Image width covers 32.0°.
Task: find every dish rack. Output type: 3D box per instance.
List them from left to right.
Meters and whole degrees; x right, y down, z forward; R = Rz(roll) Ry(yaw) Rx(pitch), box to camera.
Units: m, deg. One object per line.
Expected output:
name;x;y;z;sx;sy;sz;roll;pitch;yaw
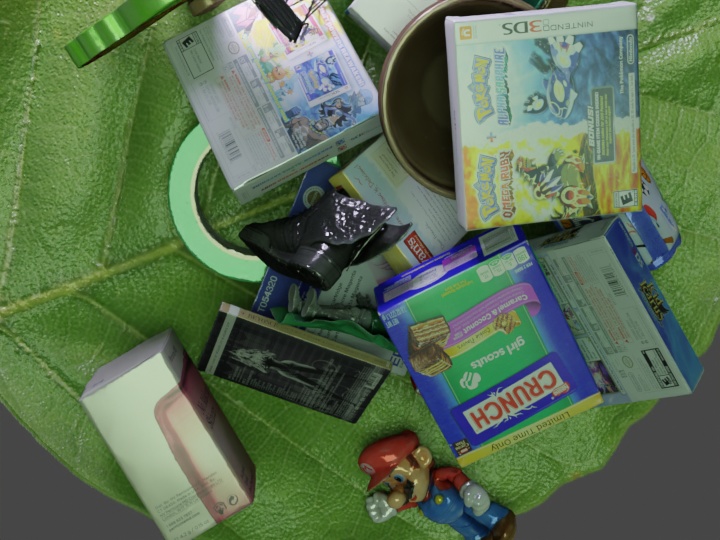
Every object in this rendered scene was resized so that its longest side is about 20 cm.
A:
dish rack;-0.078;-0.322;1.245;0.054;0.201;0.154;-30;115;28

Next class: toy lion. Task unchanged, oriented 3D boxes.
toy lion;-0.218;-0.274;1.300;0.191;0.200;0.069;-36;102;-16

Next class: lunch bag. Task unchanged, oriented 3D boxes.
lunch bag;0.256;-0.087;1.352;0.123;0.200;0.171;-34;101;2

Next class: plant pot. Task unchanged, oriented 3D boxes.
plant pot;0.109;-0.177;1.257;0.198;0.093;0.204;-3;105;-10

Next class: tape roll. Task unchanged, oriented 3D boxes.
tape roll;-0.116;-0.089;1.407;0.197;0.048;0.204;-1;99;-4

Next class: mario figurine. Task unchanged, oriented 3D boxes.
mario figurine;0.078;0.272;1.450;0.199;0.106;0.124;35;98;-10

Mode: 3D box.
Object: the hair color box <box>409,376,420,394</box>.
hair color box;0.150;0.071;1.442;0.101;0.061;0.201;30;97;-9

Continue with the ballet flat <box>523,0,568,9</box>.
ballet flat;0.185;-0.259;1.387;0.072;0.068;0.201;35;85;-32

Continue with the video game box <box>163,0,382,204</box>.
video game box;-0.090;-0.198;1.334;0.181;0.047;0.202;-27;69;1

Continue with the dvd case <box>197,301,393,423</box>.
dvd case;-0.077;0.106;1.405;0.197;0.149;0.016;19;57;-7

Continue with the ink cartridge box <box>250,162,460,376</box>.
ink cartridge box;0.000;0.000;1.399;0.198;0.043;0.199;17;100;-28

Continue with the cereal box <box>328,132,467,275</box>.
cereal box;0.075;-0.102;1.370;0.200;0.039;0.145;-43;102;-30

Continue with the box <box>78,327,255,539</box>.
box;-0.211;0.185;1.406;0.108;0.128;0.202;-29;100;2

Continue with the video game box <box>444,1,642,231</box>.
video game box;0.177;-0.148;1.202;0.179;0.047;0.203;-6;104;-4

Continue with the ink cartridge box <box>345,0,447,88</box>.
ink cartridge box;0.095;-0.313;1.341;0.125;0.129;0.200;41;95;-9

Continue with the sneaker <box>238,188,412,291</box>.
sneaker;-0.042;-0.041;1.305;0.105;0.199;0.060;-52;126;-12

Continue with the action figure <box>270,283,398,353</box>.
action figure;0.015;0.057;1.357;0.198;0.118;0.055;16;90;-33

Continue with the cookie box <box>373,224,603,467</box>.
cookie box;0.132;0.076;1.291;0.170;0.075;0.201;-26;111;9

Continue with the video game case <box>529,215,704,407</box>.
video game case;0.240;0.052;1.334;0.045;0.180;0.201;-46;111;-41
